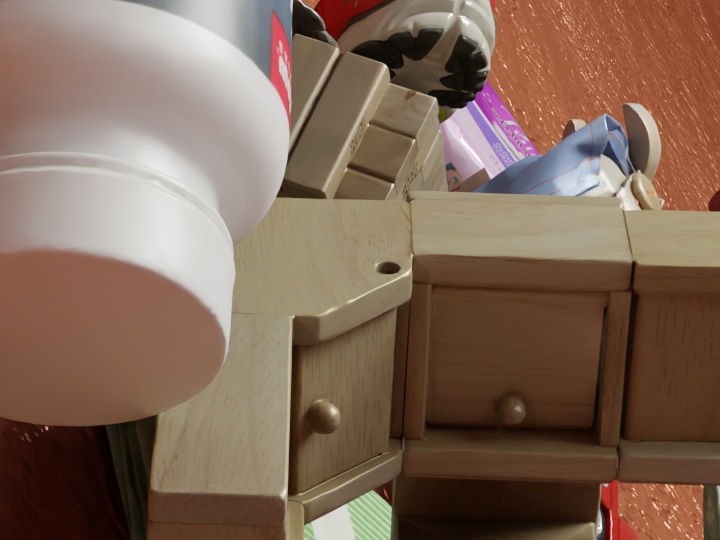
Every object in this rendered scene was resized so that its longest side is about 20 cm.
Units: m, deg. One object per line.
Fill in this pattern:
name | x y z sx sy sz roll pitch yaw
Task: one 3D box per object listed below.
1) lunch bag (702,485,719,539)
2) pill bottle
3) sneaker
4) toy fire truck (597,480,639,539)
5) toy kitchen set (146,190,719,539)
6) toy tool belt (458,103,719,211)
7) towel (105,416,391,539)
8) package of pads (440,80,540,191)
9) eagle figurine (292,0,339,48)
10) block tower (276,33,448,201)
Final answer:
lunch bag | 0.185 0.177 0.991 0.164 0.117 0.201 67 16 -61
pill bottle | -0.078 -0.064 0.794 0.119 0.119 0.201 38 42 -44
sneaker | 0.009 -0.097 1.148 0.077 0.200 0.085 16 71 -20
toy fire truck | 0.098 0.134 1.071 0.141 0.049 0.201 45 38 -42
toy kitchen set | 0.037 0.089 0.859 0.181 0.199 0.164 -91 -177 -61
toy tool belt | 0.080 -0.015 1.157 0.123 0.199 0.125 62 10 14
towel | -0.018 0.107 0.965 0.200 0.023 0.153 40 22 -38
package of pads | 0.041 -0.039 1.299 0.200 0.075 0.121 53 19 -9
eagle figurine | -0.105 -0.131 0.952 0.201 0.151 0.151 66 -18 -10
block tower | 0.000 0.000 1.000 0.054 0.058 0.200 20 -24 17
